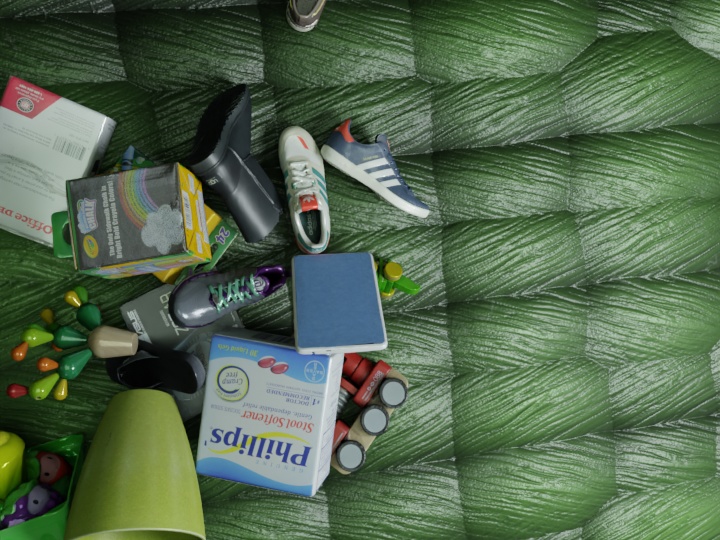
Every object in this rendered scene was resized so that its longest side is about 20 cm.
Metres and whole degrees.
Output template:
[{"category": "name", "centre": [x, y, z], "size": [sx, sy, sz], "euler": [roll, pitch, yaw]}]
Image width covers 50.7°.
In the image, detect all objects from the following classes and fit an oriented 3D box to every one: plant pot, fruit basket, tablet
[{"category": "plant pot", "centre": [-0.306, 0.276, 1.051], "size": [0.183, 0.188, 0.203], "euler": [0, 60, -10]}, {"category": "fruit basket", "centre": [-0.478, 0.290, 1.066], "size": [0.153, 0.215, 0.220], "euler": [-16, 97, -8]}, {"category": "tablet", "centre": [-0.035, 0.043, 1.106], "size": [0.127, 0.202, 0.014], "euler": [-2, 131, -5]}]

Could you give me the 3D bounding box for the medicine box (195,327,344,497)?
[{"category": "medicine box", "centre": [-0.129, 0.200, 1.102], "size": [0.178, 0.103, 0.204], "euler": [8, 93, 9]}]

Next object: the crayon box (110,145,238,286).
[{"category": "crayon box", "centre": [-0.296, -0.071, 1.122], "size": [0.199, 0.052, 0.127], "euler": [37, 87, 5]}]

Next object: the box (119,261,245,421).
[{"category": "box", "centre": [-0.256, 0.109, 1.172], "size": [0.158, 0.044, 0.203], "euler": [-24, 98, -8]}]

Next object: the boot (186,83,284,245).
[{"category": "boot", "centre": [-0.175, -0.159, 1.147], "size": [0.075, 0.203, 0.169], "euler": [-14, 133, 24]}]

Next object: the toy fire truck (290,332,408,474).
[{"category": "toy fire truck", "centre": [-0.042, 0.193, 1.190], "size": [0.199, 0.129, 0.177], "euler": [36, 84, 7]}]

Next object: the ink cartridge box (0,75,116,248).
[{"category": "ink cartridge box", "centre": [-0.460, -0.152, 1.097], "size": [0.143, 0.083, 0.203], "euler": [22, 91, -10]}]

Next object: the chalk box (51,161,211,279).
[{"category": "chalk box", "centre": [-0.319, -0.061, 1.036], "size": [0.196, 0.124, 0.127], "euler": [-9, 85, 3]}]

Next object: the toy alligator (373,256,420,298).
[{"category": "toy alligator", "centre": [0.000, 0.000, 1.209], "size": [0.196, 0.060, 0.055], "euler": [9, 50, -8]}]

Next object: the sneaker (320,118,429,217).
[{"category": "sneaker", "centre": [0.038, -0.162, 1.189], "size": [0.198, 0.075, 0.085], "euler": [33, 92, -10]}]

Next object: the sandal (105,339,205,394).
[{"category": "sandal", "centre": [-0.310, 0.143, 1.103], "size": [0.043, 0.197, 0.078], "euler": [-33, 114, -50]}]

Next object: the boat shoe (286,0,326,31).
[{"category": "boat shoe", "centre": [-0.065, -0.470, 1.157], "size": [0.071, 0.059, 0.204], "euler": [18, 91, -10]}]

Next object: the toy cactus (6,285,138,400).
[{"category": "toy cactus", "centre": [-0.402, 0.108, 1.087], "size": [0.161, 0.201, 0.104], "euler": [4, 125, 1]}]

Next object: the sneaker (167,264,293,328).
[{"category": "sneaker", "centre": [-0.187, 0.025, 1.105], "size": [0.199, 0.087, 0.076], "euler": [-25, 96, -52]}]

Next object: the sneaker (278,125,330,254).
[{"category": "sneaker", "centre": [-0.080, -0.123, 1.162], "size": [0.069, 0.093, 0.204], "euler": [-10, 96, -9]}]
